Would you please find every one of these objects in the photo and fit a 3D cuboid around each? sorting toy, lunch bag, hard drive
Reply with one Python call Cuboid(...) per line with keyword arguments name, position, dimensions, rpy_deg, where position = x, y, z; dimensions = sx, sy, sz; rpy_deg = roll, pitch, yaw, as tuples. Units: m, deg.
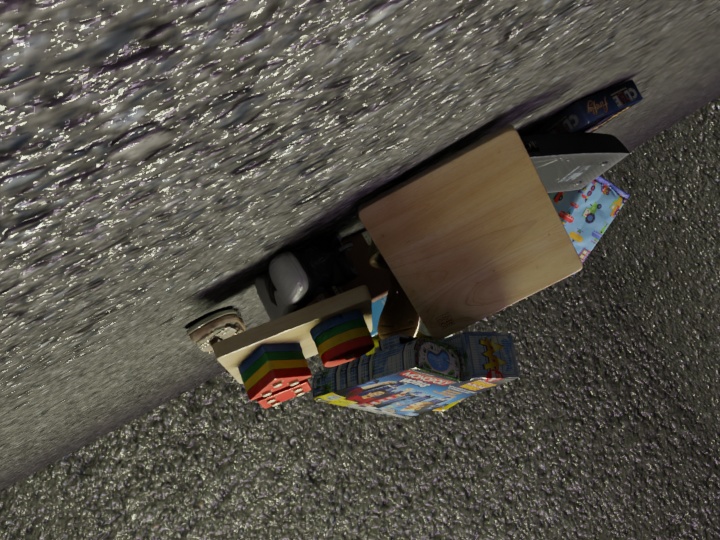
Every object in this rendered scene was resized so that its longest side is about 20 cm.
Cuboid(name="sorting toy", position=(0.128, -0.049, 1.044), dimensions=(0.200, 0.199, 0.070), rpy_deg=(-27, -156, 11))
Cuboid(name="lunch bag", position=(0.307, -0.112, 1.419), dimensions=(0.151, 0.094, 0.200), rpy_deg=(-57, -148, 12))
Cuboid(name="sorting toy", position=(-0.072, 0.110, 1.144), dimensions=(0.199, 0.070, 0.199), rpy_deg=(-21, 165, -5))
Cuboid(name="hard drive", position=(0.255, -0.147, 1.220), dimensions=(0.199, 0.042, 0.135), rpy_deg=(-6, 163, -23))

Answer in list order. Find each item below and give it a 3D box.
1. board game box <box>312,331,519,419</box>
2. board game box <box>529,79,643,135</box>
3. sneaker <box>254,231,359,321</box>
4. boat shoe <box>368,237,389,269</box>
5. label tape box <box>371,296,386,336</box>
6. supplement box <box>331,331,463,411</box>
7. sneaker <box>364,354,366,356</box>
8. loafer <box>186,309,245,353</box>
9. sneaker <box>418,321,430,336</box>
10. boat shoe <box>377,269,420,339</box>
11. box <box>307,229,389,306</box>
Cuboid(name="board game box", position=(0.078, 0.119, 1.068), dimensions=(0.199, 0.062, 0.200), rpy_deg=(-22, 153, 31))
Cuboid(name="board game box", position=(0.295, -0.201, 1.285), dimensions=(0.135, 0.035, 0.200), rpy_deg=(-25, 175, -35))
Cuboid(name="sneaker", position=(-0.066, 0.012, 1.137), dimensions=(0.114, 0.076, 0.200), rpy_deg=(-25, 172, -21))
Cuboid(name="boat shoe", position=(0.075, -0.076, 1.146), dimensions=(0.071, 0.065, 0.200), rpy_deg=(19, 141, -34))
Cuboid(name="label tape box", position=(0.039, 0.014, 1.416), dimensions=(0.200, 0.144, 0.066), rpy_deg=(-26, 175, -41))
Cuboid(name="supplement box", position=(0.064, 0.159, 1.437), dimensions=(0.199, 0.109, 0.109), rpy_deg=(0, -174, 28))
Cuboid(name="sneaker", position=(-0.039, 0.075, 1.326), dimensions=(0.082, 0.200, 0.074), rpy_deg=(-36, 172, -21))
Cuboid(name="loafer", position=(-0.209, 0.100, 1.354), dimensions=(0.072, 0.063, 0.200), rpy_deg=(-30, 176, 4))
Cuboid(name="sneaker", position=(0.161, 0.019, 1.382), dimensions=(0.200, 0.073, 0.071), rpy_deg=(-53, 154, 21))
Cuboid(name="boat shoe", position=(0.071, 0.011, 1.161), dimensions=(0.063, 0.073, 0.200), rpy_deg=(-69, -178, -53))
Cuboid(name="box", position=(0.000, 0.000, 1.299), dimensions=(0.200, 0.100, 0.075), rpy_deg=(-27, 175, -38))
